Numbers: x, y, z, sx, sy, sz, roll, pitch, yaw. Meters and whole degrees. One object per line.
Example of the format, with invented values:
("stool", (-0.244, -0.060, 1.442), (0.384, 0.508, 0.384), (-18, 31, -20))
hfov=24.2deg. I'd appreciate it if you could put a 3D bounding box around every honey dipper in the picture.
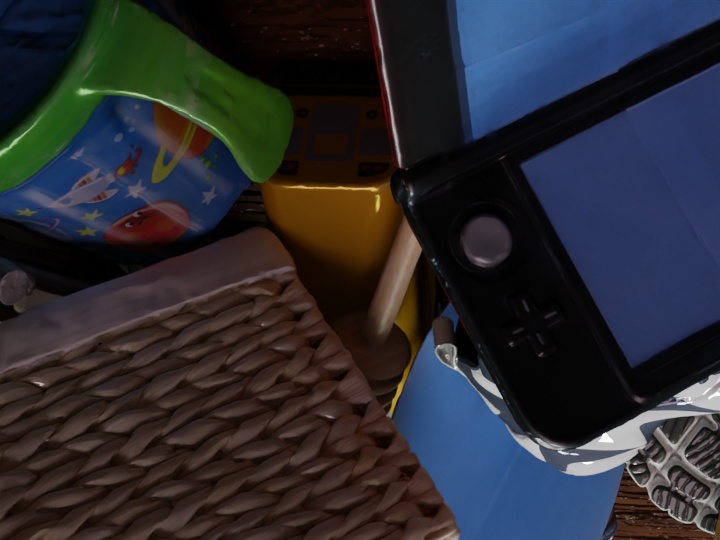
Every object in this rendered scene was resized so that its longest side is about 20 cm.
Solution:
("honey dipper", (0.017, -0.009, 0.676), (0.038, 0.038, 0.201), (11, 131, -8))

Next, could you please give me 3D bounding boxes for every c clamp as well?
("c clamp", (-0.177, -0.029, 0.696), (0.170, 0.027, 0.200), (15, -169, -46))

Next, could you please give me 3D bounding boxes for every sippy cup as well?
("sippy cup", (-0.112, -0.068, 0.669), (0.139, 0.178, 0.130), (-40, 142, 9))

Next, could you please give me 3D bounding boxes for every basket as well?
("basket", (-0.096, 0.120, 0.690), (0.199, 0.161, 0.199), (-24, 156, -35))

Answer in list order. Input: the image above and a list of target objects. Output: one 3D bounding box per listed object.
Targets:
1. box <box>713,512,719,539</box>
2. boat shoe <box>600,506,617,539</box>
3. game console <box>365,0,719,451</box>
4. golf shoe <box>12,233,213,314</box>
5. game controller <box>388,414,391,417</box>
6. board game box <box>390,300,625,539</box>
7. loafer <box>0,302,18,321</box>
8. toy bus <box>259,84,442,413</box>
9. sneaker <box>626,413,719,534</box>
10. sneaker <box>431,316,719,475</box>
("box", (0.243, 0.110, 0.829), (0.118, 0.042, 0.202), (10, 106, -6))
("boat shoe", (0.060, 0.107, 0.864), (0.199, 0.073, 0.072), (6, -169, -37))
("game console", (0.116, -0.060, 0.580), (0.199, 0.173, 0.119), (-26, 170, -12))
("golf shoe", (-0.092, 0.042, 0.838), (0.097, 0.079, 0.200), (-27, 125, 14))
("game controller", (0.002, 0.099, 0.942), (0.198, 0.042, 0.105), (1, 143, 5))
("board game box", (0.058, 0.084, 0.788), (0.039, 0.159, 0.200), (13, 154, 40))
("loafer", (-0.164, 0.036, 0.862), (0.199, 0.063, 0.072), (26, 139, -25))
("toy bus", (0.000, 0.000, 0.774), (0.064, 0.079, 0.201), (1, 140, 7))
("sneaker", (0.205, 0.103, 0.893), (0.200, 0.085, 0.077), (40, 107, -12))
("sneaker", (0.114, 0.002, 0.679), (0.198, 0.080, 0.129), (-29, 136, 34))
